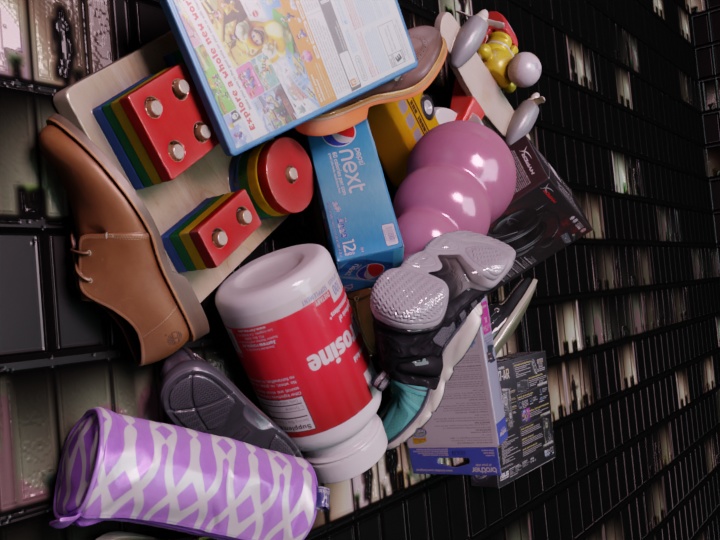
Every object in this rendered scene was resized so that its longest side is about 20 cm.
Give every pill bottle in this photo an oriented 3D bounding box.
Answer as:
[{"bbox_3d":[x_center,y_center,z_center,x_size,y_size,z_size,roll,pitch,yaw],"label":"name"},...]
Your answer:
[{"bbox_3d":[-0.046,0.088,0.741,0.112,0.111,0.202,-44,120,-48],"label":"pill bottle"}]

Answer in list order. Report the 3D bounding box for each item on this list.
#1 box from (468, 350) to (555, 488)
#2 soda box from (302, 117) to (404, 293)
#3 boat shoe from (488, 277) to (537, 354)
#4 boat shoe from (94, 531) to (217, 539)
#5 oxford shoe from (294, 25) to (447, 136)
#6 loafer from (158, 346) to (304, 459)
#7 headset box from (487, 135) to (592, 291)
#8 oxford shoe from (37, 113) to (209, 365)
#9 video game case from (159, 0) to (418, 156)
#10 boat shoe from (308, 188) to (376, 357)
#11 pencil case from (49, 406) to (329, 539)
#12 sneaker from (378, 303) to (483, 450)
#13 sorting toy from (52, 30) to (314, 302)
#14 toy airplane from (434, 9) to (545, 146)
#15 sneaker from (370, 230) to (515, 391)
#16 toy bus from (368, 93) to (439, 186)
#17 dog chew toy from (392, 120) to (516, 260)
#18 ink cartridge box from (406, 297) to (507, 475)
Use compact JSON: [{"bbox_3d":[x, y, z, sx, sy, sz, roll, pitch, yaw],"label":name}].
[{"bbox_3d":[0.213,0.204,1.145,0.199,0.043,0.163,-3,87,-55],"label":"box"},{"bbox_3d":[-0.012,-0.085,0.783,0.068,0.063,0.202,87,-10,-62],"label":"soda box"},{"bbox_3d":[0.161,0.076,1.052,0.200,0.066,0.075,-54,161,-20],"label":"boat shoe"},{"bbox_3d":[-0.125,0.242,0.640,0.199,0.059,0.073,25,75,-50],"label":"boat shoe"},{"bbox_3d":[0.014,-0.197,0.755,0.200,0.071,0.074,-39,137,-35],"label":"oxford shoe"},{"bbox_3d":[-0.104,0.140,0.694,0.071,0.063,0.201,-34,122,-5],"label":"loafer"},{"bbox_3d":[0.165,-0.053,1.011,0.148,0.199,0.078,33,29,-48],"label":"headset box"},{"bbox_3d":[-0.188,-0.018,0.602,0.071,0.071,0.202,-34,109,-24],"label":"oxford shoe"},{"bbox_3d":[-0.053,-0.201,0.668,0.199,0.018,0.145,-31,110,-25],"label":"video game case"},{"bbox_3d":[0.000,0.000,0.858,0.072,0.067,0.203,-35,113,-53],"label":"boat shoe"},{"bbox_3d":[-0.125,0.165,0.605,0.198,0.084,0.087,23,57,-30],"label":"pencil case"},{"bbox_3d":[0.056,0.099,0.879,0.079,0.078,0.202,23,102,-14],"label":"sneaker"},{"bbox_3d":[-0.126,-0.103,0.697,0.199,0.069,0.202,-50,124,-46],"label":"sorting toy"},{"bbox_3d":[0.172,-0.249,1.082,0.199,0.140,0.202,-24,104,-54],"label":"toy airplane"},{"bbox_3d":[0.072,0.039,0.759,0.199,0.075,0.115,-27,136,-46],"label":"sneaker"},{"bbox_3d":[0.029,-0.201,0.937,0.201,0.064,0.079,58,44,-32],"label":"toy bus"},{"bbox_3d":[0.091,-0.068,0.865,0.125,0.123,0.201,57,46,-32],"label":"dog chew toy"},{"bbox_3d":[0.101,0.133,0.934,0.042,0.118,0.203,-11,92,-60],"label":"ink cartridge box"}]
